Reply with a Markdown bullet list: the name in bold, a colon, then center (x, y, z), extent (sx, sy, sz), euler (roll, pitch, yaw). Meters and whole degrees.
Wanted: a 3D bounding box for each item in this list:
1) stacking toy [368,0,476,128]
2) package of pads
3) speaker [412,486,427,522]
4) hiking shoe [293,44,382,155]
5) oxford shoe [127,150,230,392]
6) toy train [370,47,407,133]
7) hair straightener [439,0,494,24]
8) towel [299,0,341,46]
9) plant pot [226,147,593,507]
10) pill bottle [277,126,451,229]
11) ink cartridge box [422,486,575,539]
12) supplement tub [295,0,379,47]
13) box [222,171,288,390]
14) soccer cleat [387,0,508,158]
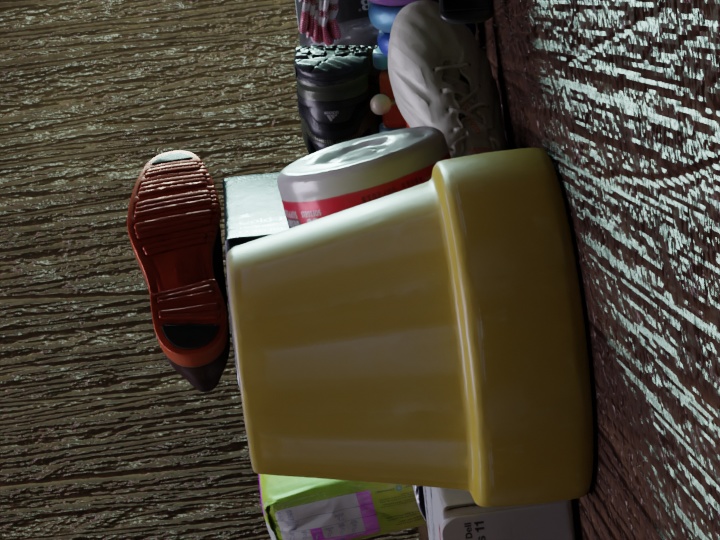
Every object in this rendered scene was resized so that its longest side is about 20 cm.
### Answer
- **stacking toy**: center (0.051, -0.140, 1.729), extent (0.085, 0.085, 0.201), euler (-101, 0, -69)
- **package of pads**: center (0.010, 0.154, 2.096), extent (0.155, 0.199, 0.068), euler (-101, -3, -51)
- **speaker**: center (0.075, 0.148, 1.915), extent (0.200, 0.081, 0.082), euler (-109, 12, -81)
- **hiking shoe**: center (-0.017, -0.117, 1.850), extent (0.200, 0.075, 0.101), euler (-43, -46, -79)
- **oxford shoe**: center (-0.135, 0.000, 1.863), extent (0.073, 0.071, 0.201), euler (81, -178, -55)
- **toy train**: center (0.038, -0.201, 1.800), extent (0.150, 0.055, 0.201), euler (-65, -28, -71)
- **hair straightener**: center (0.061, -0.211, 1.602), extent (0.200, 0.041, 0.077), euler (-100, 3, -55)
- **towel**: center (-0.014, -0.276, 1.725), extent (0.147, 0.030, 0.201), euler (-86, 4, -56)
- **plant pot**: center (0.024, 0.041, 1.399), extent (0.201, 0.188, 0.202), euler (172, 90, -89)
- **pill bottle**: center (0.024, 0.019, 1.546), extent (0.111, 0.110, 0.201), euler (-106, 0, -79)
- **ink cartridge box**: center (0.089, 0.187, 1.565), extent (0.200, 0.083, 0.147), euler (-101, 5, -78)
- **supplement tub**: center (0.005, -0.238, 2.010), extent (0.123, 0.122, 0.201), euler (91, 171, -78)
- **box**: center (0.000, 0.000, 1.839), extent (0.197, 0.199, 0.124), euler (-106, 11, -76)
- **soccer cleat**: center (0.068, -0.082, 1.603), extent (0.078, 0.069, 0.201), euler (142, 114, -82)
